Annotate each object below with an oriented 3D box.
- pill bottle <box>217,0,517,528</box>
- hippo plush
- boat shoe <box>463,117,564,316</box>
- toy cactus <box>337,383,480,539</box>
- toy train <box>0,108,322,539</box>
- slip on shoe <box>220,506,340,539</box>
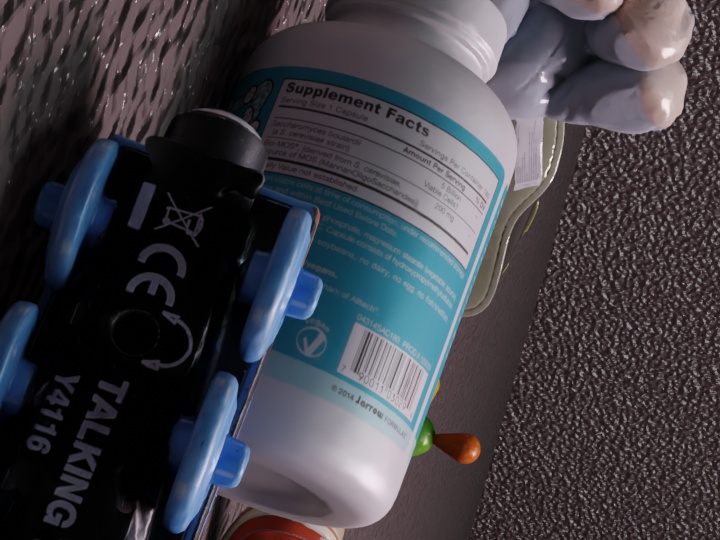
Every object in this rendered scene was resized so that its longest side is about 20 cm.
[{"bbox_3d":[-0.009,-0.014,0.742,0.111,0.111,0.200,87,23,-69],"label":"pill bottle"},{"bbox_3d":[0.138,-0.168,1.235,0.200,0.159,0.161,98,13,-49],"label":"hippo plush"},{"bbox_3d":[0.111,-0.062,1.633,0.061,0.072,0.201,-61,175,-71],"label":"boat shoe"},{"bbox_3d":[-0.010,0.146,1.228,0.165,0.102,0.200,-42,161,-55],"label":"toy cactus"},{"bbox_3d":[-0.074,0.052,0.570,0.114,0.087,0.200,113,-4,-68],"label":"toy train"},{"bbox_3d":[-0.057,0.206,1.049,0.061,0.074,0.200,-80,-171,-64],"label":"slip on shoe"}]
